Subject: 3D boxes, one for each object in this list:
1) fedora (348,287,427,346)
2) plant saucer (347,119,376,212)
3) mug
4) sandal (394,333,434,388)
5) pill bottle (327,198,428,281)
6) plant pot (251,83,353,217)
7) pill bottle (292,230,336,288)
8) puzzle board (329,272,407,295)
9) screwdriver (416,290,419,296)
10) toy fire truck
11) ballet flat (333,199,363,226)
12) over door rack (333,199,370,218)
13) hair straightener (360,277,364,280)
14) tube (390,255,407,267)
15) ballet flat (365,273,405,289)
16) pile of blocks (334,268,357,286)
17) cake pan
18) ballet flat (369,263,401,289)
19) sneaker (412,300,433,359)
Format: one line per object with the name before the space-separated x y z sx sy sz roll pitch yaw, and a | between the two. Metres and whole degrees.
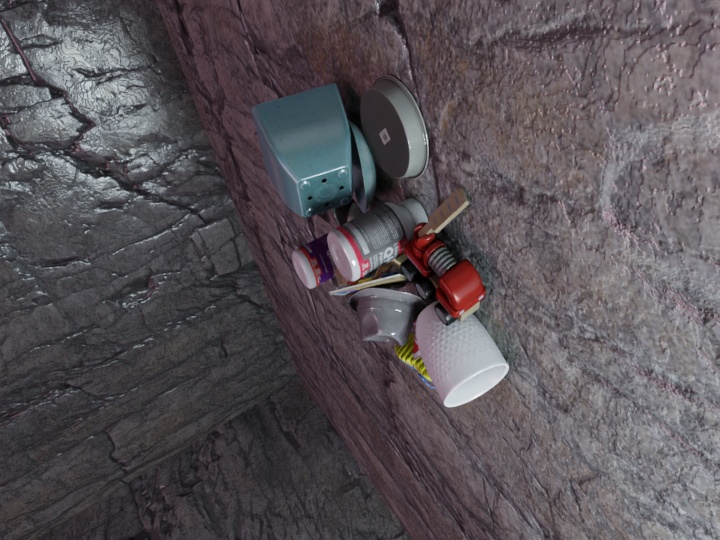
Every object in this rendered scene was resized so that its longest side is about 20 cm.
fedora | 0.054 0.111 1.126 0.200 0.172 0.093 131 149 -70
plant saucer | 0.003 -0.233 1.154 0.201 0.038 0.207 167 91 -84
mug | 0.200 0.163 1.070 0.199 0.146 0.178 37 -159 -56
sandal | 0.158 0.240 1.364 0.200 0.079 0.088 46 170 52
pill bottle | 0.039 -0.070 1.071 0.111 0.197 0.112 51 159 28
plant pot | -0.104 -0.236 1.130 0.198 0.191 0.204 87 162 -58
pill bottle | -0.082 -0.042 1.437 0.113 0.197 0.114 51 159 29
puzzle board | 0.027 0.029 1.120 0.200 0.146 0.018 17 -119 -77
screwdriver | 0.122 0.019 1.174 0.029 0.027 0.206 -88 -14 -85
toy fire truck | 0.161 -0.029 0.959 0.177 0.127 0.202 52 168 29
ballet flat | -0.017 -0.113 1.263 0.067 0.069 0.203 14 145 20
over door rack | -0.035 -0.162 1.359 0.200 0.065 0.151 44 153 46
hair straightener | 0.054 0.092 1.417 0.199 0.041 0.077 42 174 -14
tube | 0.062 -0.051 1.163 0.197 0.051 0.060 22 129 38
ballet flat | 0.055 0.006 1.342 0.076 0.073 0.199 66 160 -12
pile of blocks | 0.000 0.000 1.329 0.199 0.080 0.064 -38 63 57
cake pan | 0.059 -0.267 1.009 0.201 0.036 0.203 52 158 30
ballet flat | 0.060 0.008 1.237 0.071 0.070 0.202 49 116 33
sneaker | 0.145 0.131 1.253 0.113 0.070 0.201 52 152 18
